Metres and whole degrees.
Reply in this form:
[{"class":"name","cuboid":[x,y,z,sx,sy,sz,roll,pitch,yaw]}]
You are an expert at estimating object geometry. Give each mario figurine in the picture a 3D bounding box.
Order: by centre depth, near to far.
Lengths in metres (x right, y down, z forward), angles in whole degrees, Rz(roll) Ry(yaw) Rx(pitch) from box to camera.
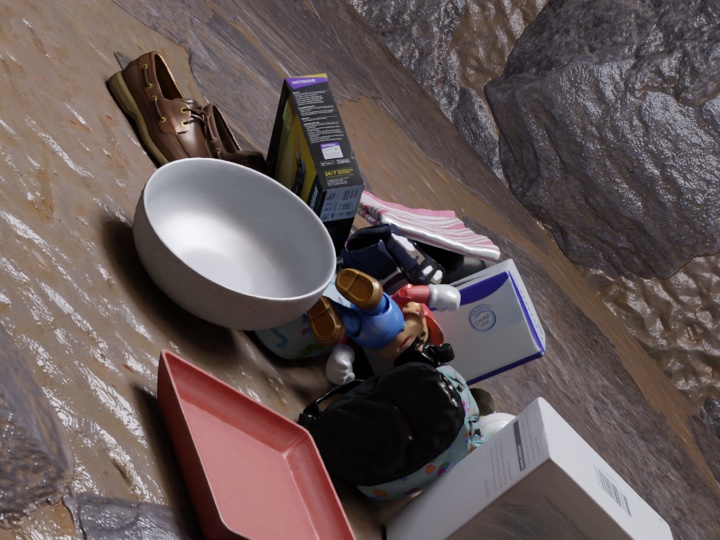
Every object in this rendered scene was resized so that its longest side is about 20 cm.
[{"class":"mario figurine","cuboid":[0.033,0.063,1.583,0.200,0.123,0.106,23,61,-60]}]

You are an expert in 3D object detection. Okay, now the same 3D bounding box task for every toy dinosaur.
[{"class":"toy dinosaur","cuboid":[0.122,0.175,1.780,0.077,0.102,0.200,49,15,1]}]

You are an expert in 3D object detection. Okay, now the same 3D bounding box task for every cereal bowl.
[{"class":"cereal bowl","cuboid":[-0.129,-0.014,1.499,0.200,0.083,0.200,20,35,-15]}]

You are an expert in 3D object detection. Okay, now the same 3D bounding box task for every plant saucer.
[{"class":"plant saucer","cuboid":[-0.085,0.178,1.286,0.200,0.037,0.200,34,20,-42]}]

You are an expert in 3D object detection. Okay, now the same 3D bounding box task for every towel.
[{"class":"towel","cuboid":[0.067,-0.057,1.792,0.146,0.030,0.200,15,8,-16]}]

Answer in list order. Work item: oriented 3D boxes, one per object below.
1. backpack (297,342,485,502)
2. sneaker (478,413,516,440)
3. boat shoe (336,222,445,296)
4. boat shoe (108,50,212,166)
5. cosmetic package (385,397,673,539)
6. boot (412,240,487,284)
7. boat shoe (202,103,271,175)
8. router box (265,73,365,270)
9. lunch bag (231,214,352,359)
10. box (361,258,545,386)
[{"class":"backpack","cuboid":[0.045,0.156,1.539,0.200,0.167,0.127,20,48,-76]},{"class":"sneaker","cuboid":[0.186,0.243,1.590,0.200,0.074,0.116,54,12,-13]},{"class":"boat shoe","cuboid":[0.000,0.000,1.729,0.093,0.200,0.075,46,52,-21]},{"class":"boat shoe","cuboid":[-0.209,-0.165,1.751,0.200,0.068,0.072,55,15,22]},{"class":"cosmetic package","cuboid":[0.161,0.268,1.455,0.199,0.200,0.123,44,17,-16]},{"class":"boot","cuboid":[0.095,-0.008,1.910,0.200,0.165,0.066,127,-43,-77]},{"class":"boat shoe","cuboid":[-0.142,-0.112,1.802,0.200,0.072,0.072,56,16,28]},{"class":"router box","cuboid":[-0.057,-0.099,1.766,0.200,0.052,0.157,108,-32,-55]},{"class":"lunch bag","cuboid":[-0.093,0.000,1.645,0.200,0.082,0.161,52,17,16]},{"class":"box","cuboid":[0.107,0.072,1.773,0.200,0.184,0.105,-29,96,-82]}]
